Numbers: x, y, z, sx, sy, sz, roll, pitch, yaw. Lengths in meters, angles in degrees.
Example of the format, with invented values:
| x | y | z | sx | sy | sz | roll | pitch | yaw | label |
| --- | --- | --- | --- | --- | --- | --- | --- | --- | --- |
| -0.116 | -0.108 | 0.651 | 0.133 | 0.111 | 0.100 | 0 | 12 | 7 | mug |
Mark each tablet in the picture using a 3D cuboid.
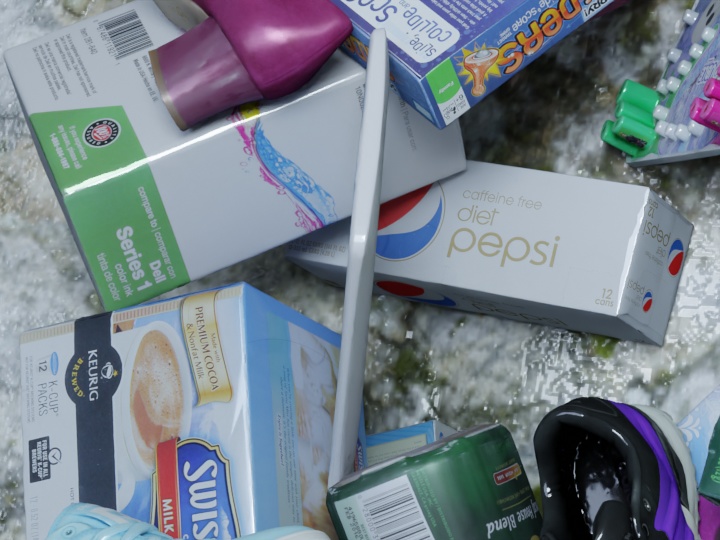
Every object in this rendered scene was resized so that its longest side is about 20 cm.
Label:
| x | y | z | sx | sy | sz | roll | pitch | yaw | label |
| --- | --- | --- | --- | --- | --- | --- | --- | --- | --- |
| 0.000 | 0.000 | 1.110 | 0.014 | 0.201 | 0.131 | 6 | 52 | 0 | tablet |

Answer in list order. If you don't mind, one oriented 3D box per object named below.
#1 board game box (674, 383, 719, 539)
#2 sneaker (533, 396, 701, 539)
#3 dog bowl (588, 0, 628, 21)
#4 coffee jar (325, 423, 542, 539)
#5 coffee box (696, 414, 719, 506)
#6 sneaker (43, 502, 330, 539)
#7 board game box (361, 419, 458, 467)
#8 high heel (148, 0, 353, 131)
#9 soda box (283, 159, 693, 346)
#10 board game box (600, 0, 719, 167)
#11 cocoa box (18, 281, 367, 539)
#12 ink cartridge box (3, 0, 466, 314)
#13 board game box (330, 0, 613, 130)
| x | y | z | sx | sy | sz | roll | pitch | yaw | label |
| --- | --- | --- | --- | --- | --- | --- | --- | --- | --- |
| 0.219 | 0.130 | 1.071 | 0.200 | 0.041 | 0.200 | -45 | 59 | 9 | board game box |
| 0.119 | 0.145 | 1.038 | 0.069 | 0.099 | 0.201 | -30 | 63 | 21 | sneaker |
| 0.098 | -0.214 | 1.239 | 0.199 | 0.074 | 0.202 | -18 | 60 | 35 | dog bowl |
| 0.060 | 0.177 | 1.111 | 0.085 | 0.104 | 0.201 | -22 | 86 | 19 | coffee jar |
| 0.255 | 0.064 | 1.022 | 0.199 | 0.044 | 0.124 | 14 | 81 | 31 | coffee box |
| -0.105 | 0.135 | 1.063 | 0.199 | 0.074 | 0.083 | -21 | 71 | 18 | sneaker |
| -0.036 | 0.165 | 1.237 | 0.199 | 0.034 | 0.135 | -15 | 68 | 25 | board game box |
| -0.064 | -0.153 | 1.172 | 0.096 | 0.068 | 0.201 | -24 | 51 | 8 | high heel |
| 0.063 | -0.016 | 1.221 | 0.199 | 0.064 | 0.069 | 10 | 79 | 32 | soda box |
| 0.184 | -0.148 | 1.132 | 0.026 | 0.200 | 0.201 | 25 | 87 | -8 | board game box |
| -0.076 | 0.126 | 1.171 | 0.130 | 0.133 | 0.202 | -13 | 70 | 24 | cocoa box |
| -0.064 | -0.082 | 1.211 | 0.199 | 0.084 | 0.145 | -22 | 38 | -7 | ink cartridge box |
| 0.032 | -0.161 | 1.159 | 0.135 | 0.035 | 0.200 | -36 | 44 | -9 | board game box |
